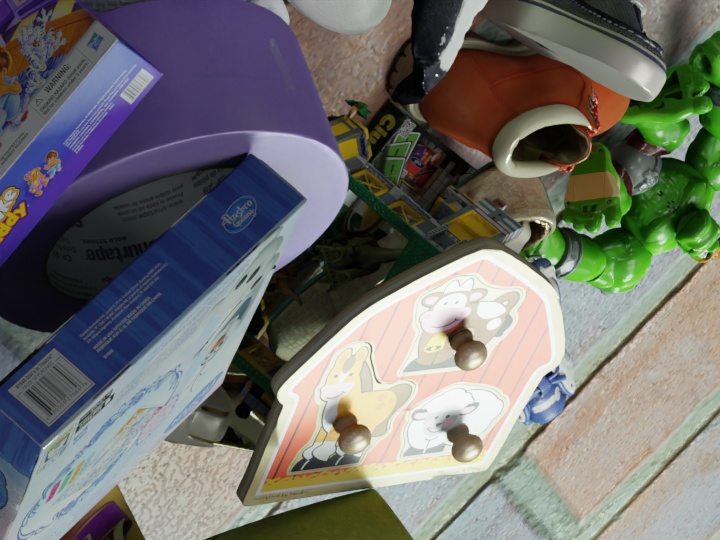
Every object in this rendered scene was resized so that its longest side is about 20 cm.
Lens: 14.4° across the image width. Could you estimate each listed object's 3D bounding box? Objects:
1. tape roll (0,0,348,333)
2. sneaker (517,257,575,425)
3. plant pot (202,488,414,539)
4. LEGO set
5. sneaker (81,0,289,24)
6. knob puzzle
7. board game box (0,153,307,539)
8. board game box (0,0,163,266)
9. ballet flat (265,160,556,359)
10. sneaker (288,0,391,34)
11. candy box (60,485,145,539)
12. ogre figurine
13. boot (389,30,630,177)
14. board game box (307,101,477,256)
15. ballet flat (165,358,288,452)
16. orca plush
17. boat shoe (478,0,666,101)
[{"bbox_3d":[-0.113,-0.052,1.487,0.199,0.085,0.200,-18,156,-8],"label":"tape roll"},{"bbox_3d":[0.108,0.050,1.808,0.075,0.088,0.200,-29,172,1],"label":"sneaker"},{"bbox_3d":[-0.049,0.222,1.689,0.200,0.187,0.187,-34,145,-5],"label":"plant pot"},{"bbox_3d":[0.000,0.000,1.683,0.116,0.154,0.200,-25,144,-60],"label":"LEGO set"},{"bbox_3d":[-0.071,-0.184,1.481,0.200,0.075,0.115,-50,147,12],"label":"sneaker"},{"bbox_3d":[0.039,0.062,1.626,0.219,0.031,0.220,-20,143,-16],"label":"knob puzzle"},{"bbox_3d":[-0.125,0.059,1.443,0.200,0.043,0.199,-44,169,-33],"label":"board game box"},{"bbox_3d":[-0.209,-0.063,1.390,0.200,0.134,0.045,-50,147,3],"label":"board game box"},{"bbox_3d":[0.031,0.005,1.747,0.200,0.062,0.067,-36,149,5],"label":"ballet flat"},{"bbox_3d":[-0.009,-0.189,1.539,0.070,0.080,0.201,-38,147,-17],"label":"sneaker"},{"bbox_3d":[-0.193,0.172,1.719,0.117,0.056,0.200,-39,147,-14],"label":"candy box"},{"bbox_3d":[0.192,-0.060,1.878,0.200,0.098,0.120,-61,145,-12],"label":"ogre figurine"},{"bbox_3d":[0.117,-0.094,1.755,0.200,0.107,0.075,-4,125,-49],"label":"boot"},{"bbox_3d":[0.037,-0.028,1.806,0.105,0.023,0.200,-49,147,6],"label":"board game box"},{"bbox_3d":[-0.088,0.082,1.736,0.200,0.071,0.071,10,117,-52],"label":"ballet flat"},{"bbox_3d":[0.054,-0.189,1.617,0.201,0.071,0.105,-67,158,-6],"label":"orca plush"},{"bbox_3d":[0.137,-0.164,1.646,0.075,0.200,0.093,32,93,-27],"label":"boat shoe"}]
